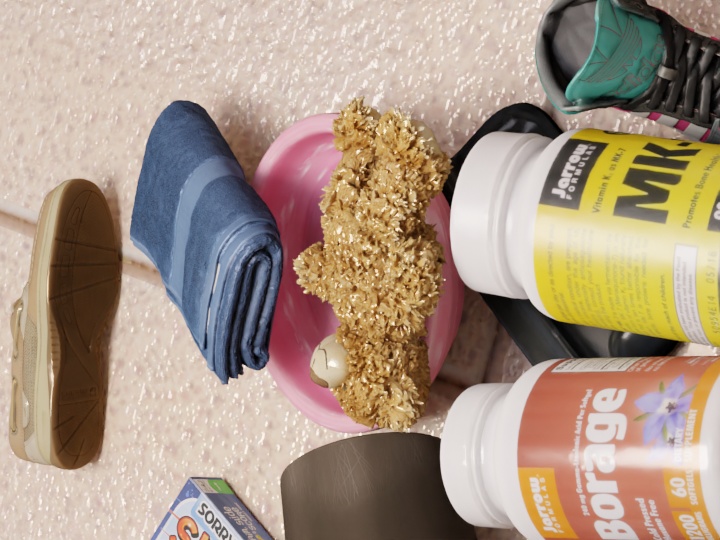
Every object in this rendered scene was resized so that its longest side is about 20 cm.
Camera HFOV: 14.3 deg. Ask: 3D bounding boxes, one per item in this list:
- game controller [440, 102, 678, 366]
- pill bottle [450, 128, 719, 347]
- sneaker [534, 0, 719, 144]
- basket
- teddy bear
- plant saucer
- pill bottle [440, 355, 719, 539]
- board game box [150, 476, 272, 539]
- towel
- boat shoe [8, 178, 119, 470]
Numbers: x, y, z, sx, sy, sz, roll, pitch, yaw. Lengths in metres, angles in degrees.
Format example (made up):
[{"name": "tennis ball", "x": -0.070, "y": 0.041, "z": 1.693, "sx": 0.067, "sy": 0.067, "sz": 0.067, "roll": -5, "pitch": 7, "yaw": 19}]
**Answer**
[{"name": "game controller", "x": 0.117, "y": -0.009, "z": 1.747, "sx": 0.104, "sy": 0.042, "sz": 0.200, "roll": -42, "pitch": 60, "yaw": 12}, {"name": "pill bottle", "x": 0.159, "y": -0.021, "z": 1.636, "sx": 0.199, "sy": 0.114, "sz": 0.115, "roll": 9, "pitch": 91, "yaw": 29}, {"name": "sneaker", "x": 0.177, "y": -0.115, "z": 1.647, "sx": 0.199, "sy": 0.120, "sz": 0.084, "roll": 22, "pitch": 99, "yaw": 39}, {"name": "basket", "x": 0.019, "y": 0.210, "z": 1.730, "sx": 0.135, "sy": 0.180, "sz": 0.201, "roll": -14, "pitch": 66, "yaw": 9}, {"name": "teddy bear", "x": 0.004, "y": -0.004, "z": 1.703, "sx": 0.145, "sy": 0.066, "sz": 0.201, "roll": 39, "pitch": 124, "yaw": 45}, {"name": "plant saucer", "x": 0.000, "y": 0.000, "z": 1.804, "sx": 0.200, "sy": 0.051, "sz": 0.202, "roll": 12, "pitch": 106, "yaw": 50}, {"name": "pill bottle", "x": 0.149, "y": 0.106, "z": 1.634, "sx": 0.199, "sy": 0.112, "sz": 0.113, "roll": -3, "pitch": 83, "yaw": 38}, {"name": "board game box", "x": -0.079, "y": 0.251, "z": 1.878, "sx": 0.200, "sy": 0.034, "sz": 0.136, "roll": 46, "pitch": 114, "yaw": 33}, {"name": "towel", "x": -0.101, "y": -0.023, "z": 1.854, "sx": 0.200, "sy": 0.048, "sz": 0.112, "roll": -122, "pitch": 38, "yaw": -56}, {"name": "boat shoe", "x": -0.216, "y": 0.035, "z": 1.991, "sx": 0.064, "sy": 0.071, "sz": 0.202, "roll": 5, "pitch": 90, "yaw": 39}]
